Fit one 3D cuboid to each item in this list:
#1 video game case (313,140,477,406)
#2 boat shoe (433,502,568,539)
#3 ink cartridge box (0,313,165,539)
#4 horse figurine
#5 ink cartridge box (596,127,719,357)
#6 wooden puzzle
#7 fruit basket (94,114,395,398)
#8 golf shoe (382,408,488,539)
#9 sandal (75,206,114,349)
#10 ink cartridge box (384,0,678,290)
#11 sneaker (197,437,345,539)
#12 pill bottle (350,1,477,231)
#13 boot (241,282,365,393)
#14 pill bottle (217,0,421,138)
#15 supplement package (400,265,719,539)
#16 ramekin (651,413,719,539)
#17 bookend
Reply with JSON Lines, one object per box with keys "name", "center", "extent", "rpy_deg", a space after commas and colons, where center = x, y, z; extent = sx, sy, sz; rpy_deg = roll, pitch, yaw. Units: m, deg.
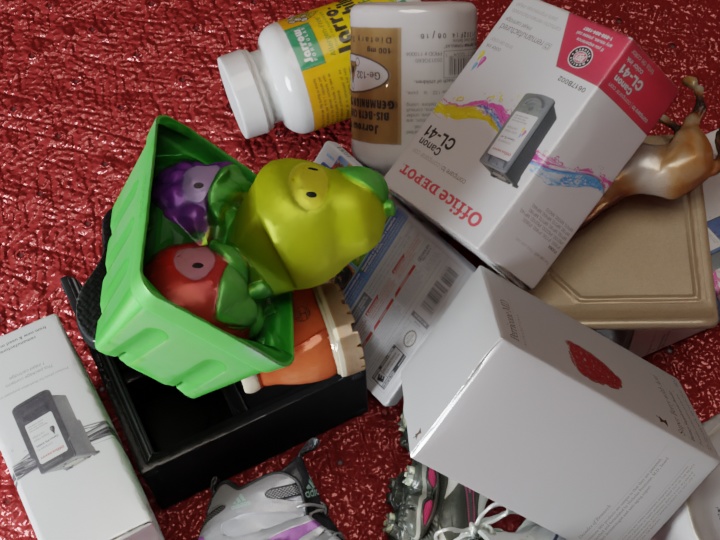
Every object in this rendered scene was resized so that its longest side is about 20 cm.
{"name": "video game case", "center": [0.000, 0.000, 1.003], "extent": [0.200, 0.018, 0.143], "rpy_deg": [44, 112, 30]}
{"name": "boat shoe", "center": [0.096, 0.219, 0.862], "extent": [0.086, 0.075, 0.202], "rpy_deg": [44, 34, 6]}
{"name": "ink cartridge box", "center": [-0.228, 0.160, 0.915], "extent": [0.083, 0.145, 0.200], "rpy_deg": [-26, 63, -14]}
{"name": "horse figurine", "center": [0.233, -0.096, 0.959], "extent": [0.200, 0.050, 0.133], "rpy_deg": [-8, 52, 5]}
{"name": "ink cartridge box", "center": [0.288, -0.025, 1.027], "extent": [0.200, 0.088, 0.145], "rpy_deg": [-23, 63, -6]}
{"name": "wooden puzzle", "center": [0.199, -0.032, 0.974], "extent": [0.185, 0.037, 0.200], "rpy_deg": [-1, 58, 6]}
{"name": "fruit basket", "center": [-0.086, -0.028, 0.843], "extent": [0.155, 0.215, 0.216], "rpy_deg": [32, 58, -31]}
{"name": "golf shoe", "center": [0.077, 0.144, 0.964], "extent": [0.088, 0.077, 0.200], "rpy_deg": [17, 64, -11]}
{"name": "sandal", "center": [-0.187, 0.011, 0.953], "extent": [0.075, 0.048, 0.201], "rpy_deg": [0, 33, -3]}
{"name": "ink cartridge box", "center": [0.134, -0.107, 0.928], "extent": [0.200, 0.086, 0.148], "rpy_deg": [-53, 42, 2]}
{"name": "sneaker", "center": [-0.034, 0.204, 0.915], "extent": [0.200, 0.078, 0.140], "rpy_deg": [7, 69, 5]}
{"name": "pill bottle", "center": [0.048, -0.140, 1.037], "extent": [0.114, 0.114, 0.200], "rpy_deg": [0, 104, 2]}
{"name": "boot", "center": [-0.077, 0.016, 0.936], "extent": [0.107, 0.075, 0.200], "rpy_deg": [-19, 45, -7]}
{"name": "pill bottle", "center": [-0.033, -0.201, 1.122], "extent": [0.200, 0.113, 0.113], "rpy_deg": [-20, 62, -8]}
{"name": "supplement package", "center": [0.146, 0.111, 0.874], "extent": [0.200, 0.120, 0.121], "rpy_deg": [29, 22, -15]}
{"name": "ramekin", "center": [0.322, 0.199, 0.894], "extent": [0.200, 0.105, 0.201], "rpy_deg": [-1, 62, 2]}
{"name": "bookend", "center": [-0.125, 0.066, 0.992], "extent": [0.200, 0.092, 0.199], "rpy_deg": [-23, 62, -11]}
